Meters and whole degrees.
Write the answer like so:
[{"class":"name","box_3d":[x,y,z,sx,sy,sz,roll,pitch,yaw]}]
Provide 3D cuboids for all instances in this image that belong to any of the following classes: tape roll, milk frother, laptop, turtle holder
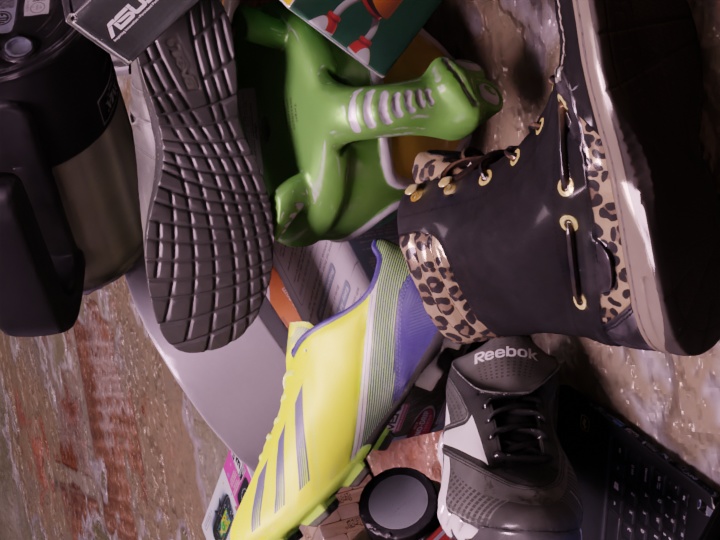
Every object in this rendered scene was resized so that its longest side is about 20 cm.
[{"class":"tape roll","box_3d":[-0.071,0.042,0.932,0.200,0.066,0.200,56,-173,-11]},{"class":"milk frother","box_3d":[-0.236,-0.067,0.804,0.188,0.200,0.181,84,-160,-52]},{"class":"laptop","box_3d":[0.109,0.181,0.684,0.200,0.103,0.177,38,132,55]},{"class":"turtle holder","box_3d":[-0.005,-0.093,0.794,0.186,0.132,0.141,-56,48,55]}]

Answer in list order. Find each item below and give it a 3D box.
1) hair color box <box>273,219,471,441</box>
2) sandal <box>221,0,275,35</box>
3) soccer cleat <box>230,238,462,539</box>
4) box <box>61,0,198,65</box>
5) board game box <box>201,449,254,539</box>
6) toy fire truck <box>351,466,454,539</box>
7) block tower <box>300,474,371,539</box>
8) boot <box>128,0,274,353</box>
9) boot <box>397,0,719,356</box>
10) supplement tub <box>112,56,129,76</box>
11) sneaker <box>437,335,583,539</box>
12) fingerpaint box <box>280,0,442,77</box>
[{"class":"hair color box","box_3d":[0.000,0.000,0.901,0.200,0.061,0.099,62,150,36]},{"class":"sandal","box_3d":[-0.071,-0.154,1.004,0.055,0.082,0.200,45,136,17]},{"class":"soccer cleat","box_3d":[-0.018,0.071,0.782,0.084,0.065,0.200,38,101,6]},{"class":"box","box_3d":[-0.074,-0.227,0.704,0.200,0.048,0.193,-39,40,18]},{"class":"board game box","box_3d":[-0.051,0.240,1.096,0.200,0.064,0.148,64,151,30]},{"class":"toy fire truck","box_3d":[0.038,0.222,0.767,0.200,0.176,0.129,37,159,33]},{"class":"block tower","box_3d":[-0.013,0.185,1.001,0.200,0.058,0.054,64,151,29]},{"class":"boot","box_3d":[-0.095,-0.064,0.788,0.131,0.068,0.200,-146,51,-73]},{"class":"boot","box_3d":[0.083,-0.056,0.655,0.151,0.073,0.200,-8,99,48]},{"class":"supplement tub","box_3d":[-0.171,-0.254,1.100,0.123,0.122,0.200,7,104,64]},{"class":"sneaker","box_3d":[0.071,0.080,0.716,0.200,0.066,0.091,-95,7,-80]},{"class":"fingerpaint box","box_3d":[-0.003,-0.214,0.721,0.167,0.073,0.200,-52,40,7]}]
